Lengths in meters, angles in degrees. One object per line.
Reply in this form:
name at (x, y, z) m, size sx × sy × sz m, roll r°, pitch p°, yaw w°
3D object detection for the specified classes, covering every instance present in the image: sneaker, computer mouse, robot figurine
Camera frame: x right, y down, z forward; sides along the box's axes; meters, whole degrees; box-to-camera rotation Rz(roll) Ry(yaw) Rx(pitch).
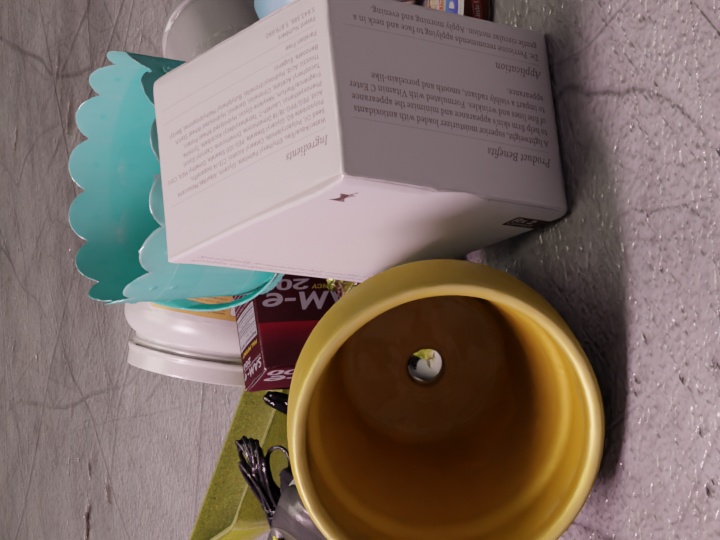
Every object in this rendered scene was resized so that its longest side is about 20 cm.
sneaker at (-0.043, 0.224, 1.591) m, size 0.074 × 0.085 × 0.201 m, roll 38°, pitch 156°, yaw 21°
computer mouse at (-0.014, 0.199, 1.664) m, size 0.199 × 0.053 × 0.139 m, roll 3°, pitch 132°, yaw 43°
robot figurine at (-0.116, -0.190, 1.964) m, size 0.169 × 0.113 × 0.200 m, roll -42°, pitch 37°, yaw 10°

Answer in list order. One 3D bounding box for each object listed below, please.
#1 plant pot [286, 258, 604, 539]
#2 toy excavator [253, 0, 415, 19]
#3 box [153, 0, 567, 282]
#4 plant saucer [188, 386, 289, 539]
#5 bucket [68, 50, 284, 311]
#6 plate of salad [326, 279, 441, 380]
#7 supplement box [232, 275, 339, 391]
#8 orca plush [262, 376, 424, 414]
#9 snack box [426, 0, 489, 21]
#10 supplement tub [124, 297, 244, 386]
plant pot at (0.049, 0.082, 1.424) m, size 0.189 × 0.199 × 0.203 m, roll -102°, pitch 15°, yaw -77°
toy excavator at (-0.065, -0.242, 1.678) m, size 0.195 × 0.198 × 0.100 m, roll -111°, pitch 27°, yaw -43°
box at (-0.002, -0.082, 1.438) m, size 0.199 × 0.198 × 0.132 m, roll -22°, pitch 68°, yaw 47°
plant saucer at (-0.084, 0.162, 1.918) m, size 0.200 × 0.048 × 0.201 m, roll 138°, pitch 154°, yaw -66°
bucket at (-0.137, -0.069, 1.701) m, size 0.207 × 0.134 × 0.209 m, roll -179°, pitch 90°, yaw -65°
plate of salad at (0.000, 0.000, 1.655) m, size 0.200 × 0.048 × 0.201 m, roll 51°, pitch 160°, yaw 27°
supplement box at (-0.052, -0.004, 1.803) m, size 0.061 × 0.108 × 0.202 m, roll 131°, pitch 133°, yaw -61°
orca plush at (-0.020, 0.119, 1.696) m, size 0.199 × 0.071 × 0.106 m, roll 10°, pitch 123°, yaw 50°
snack box at (0.073, -0.270, 1.543) m, size 0.072 × 0.024 × 0.202 m, roll -154°, pitch 64°, yaw -67°
supplement tub at (-0.134, -0.005, 1.944) m, size 0.144 × 0.143 × 0.202 m, roll -161°, pitch 81°, yaw -70°
